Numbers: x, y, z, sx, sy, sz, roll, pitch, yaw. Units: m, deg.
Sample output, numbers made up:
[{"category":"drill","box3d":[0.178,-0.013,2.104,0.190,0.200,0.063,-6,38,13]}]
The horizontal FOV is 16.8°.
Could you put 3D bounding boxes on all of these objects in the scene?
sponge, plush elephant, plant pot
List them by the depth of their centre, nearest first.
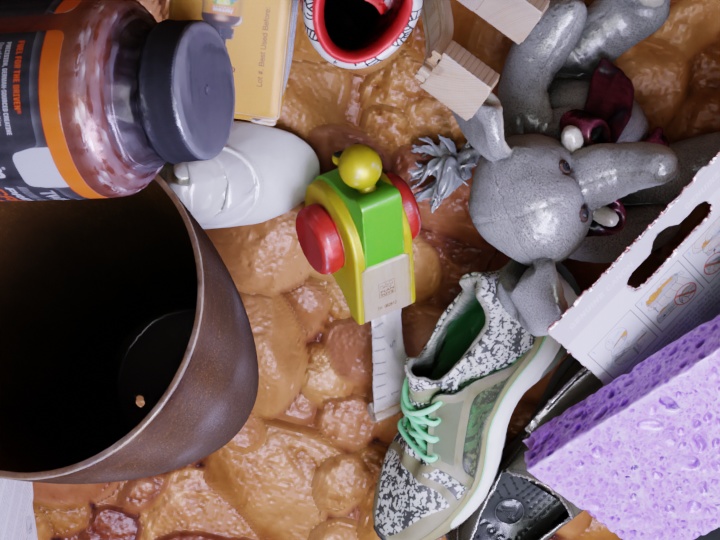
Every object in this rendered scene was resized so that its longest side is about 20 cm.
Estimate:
[{"category":"sponge","box3d":[0.198,0.078,1.304,0.200,0.030,0.112,-35,124,25]},{"category":"plush elephant","box3d":[0.117,-0.059,1.351,0.200,0.155,0.165,-20,110,10]},{"category":"plant pot","box3d":[-0.137,0.043,1.377,0.186,0.200,0.187,-5,74,18]}]

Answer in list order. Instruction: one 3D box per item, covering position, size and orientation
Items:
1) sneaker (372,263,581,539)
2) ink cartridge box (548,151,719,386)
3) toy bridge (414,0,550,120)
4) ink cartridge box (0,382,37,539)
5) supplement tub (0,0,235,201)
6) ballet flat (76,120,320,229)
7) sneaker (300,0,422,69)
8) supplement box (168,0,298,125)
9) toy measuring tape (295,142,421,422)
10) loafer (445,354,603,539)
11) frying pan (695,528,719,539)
[{"category":"sneaker","box3d":[0.046,0.073,1.438,0.089,0.077,0.200,11,112,-45]},{"category":"ink cartridge box","box3d":[0.192,0.009,1.357,0.161,0.050,0.200,-47,136,3]},{"category":"toy bridge","box3d":[0.066,-0.150,1.296,0.067,0.200,0.027,37,128,-1]},{"category":"ink cartridge box","box3d":[-0.227,0.155,1.442,0.050,0.161,0.200,1,121,1]},{"category":"supplement tub","box3d":[-0.168,-0.088,1.252,0.200,0.107,0.107,-1,114,23]},{"category":"ballet flat","box3d":[-0.125,-0.052,1.415,0.199,0.069,0.070,5,113,0]},{"category":"sneaker","box3d":[0.026,-0.198,1.238,0.067,0.108,0.202,22,113,-10]},{"category":"supplement box","box3d":[-0.061,-0.180,1.272,0.066,0.069,0.200,8,116,0]},{"category":"toy measuring tape","box3d":[0.000,0.000,1.442,0.073,0.074,0.200,-1,133,3]},{"category":"loafer","box3d":[0.127,0.117,1.470,0.075,0.070,0.200,34,110,-11]},{"category":"frying pan","box3d":[0.192,0.165,1.486,0.190,0.031,0.115,3,118,-16]}]
